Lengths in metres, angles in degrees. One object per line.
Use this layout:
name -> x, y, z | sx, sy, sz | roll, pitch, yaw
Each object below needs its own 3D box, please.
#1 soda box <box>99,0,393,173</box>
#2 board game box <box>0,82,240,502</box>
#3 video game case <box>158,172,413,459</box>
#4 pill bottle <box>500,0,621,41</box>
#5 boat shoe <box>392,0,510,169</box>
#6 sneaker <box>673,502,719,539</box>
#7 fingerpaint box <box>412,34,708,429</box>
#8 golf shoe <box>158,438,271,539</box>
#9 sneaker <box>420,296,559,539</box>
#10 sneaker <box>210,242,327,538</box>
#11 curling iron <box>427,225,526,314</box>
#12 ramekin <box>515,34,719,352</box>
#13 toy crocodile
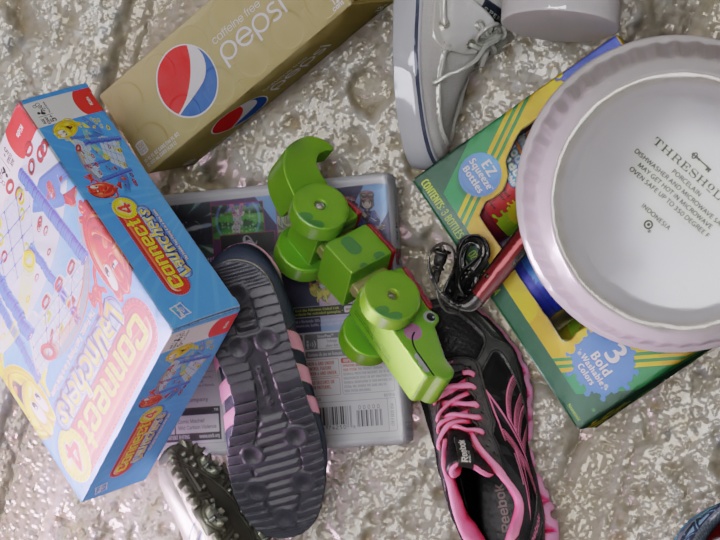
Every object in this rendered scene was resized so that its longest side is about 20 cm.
soda box -> -0.077, -0.149, 1.688 | 0.200, 0.064, 0.068 | -37, 80, 28
board game box -> -0.183, 0.017, 1.667 | 0.196, 0.056, 0.200 | 54, 139, 22
video game case -> -0.065, 0.033, 1.719 | 0.200, 0.023, 0.183 | -5, 87, 21
pill bottle -> 0.135, -0.255, 1.627 | 0.112, 0.112, 0.201 | 2, 80, 14
boat shoe -> 0.071, -0.167, 1.678 | 0.086, 0.075, 0.202 | 0, 79, 15
sneaker -> 0.285, 0.153, 1.596 | 0.200, 0.096, 0.079 | -37, 81, 11
fingerpaint box -> 0.160, -0.024, 1.645 | 0.167, 0.073, 0.200 | -34, 81, 11
golf shoe -> -0.096, 0.215, 1.700 | 0.097, 0.078, 0.200 | -32, 86, 24
sneaker -> 0.075, 0.108, 1.650 | 0.079, 0.095, 0.200 | -21, 77, 15
sneaker -> -0.060, 0.076, 1.675 | 0.070, 0.082, 0.200 | -6, 108, 6
curling iron -> 0.116, -0.051, 1.606 | 0.050, 0.026, 0.200 | 46, 99, 11
ramekin -> 0.193, -0.044, 1.538 | 0.202, 0.094, 0.203 | 1, 95, 6
toy crocodile -> 0.000, 0.000, 1.648 | 0.062, 0.068, 0.200 | -26, 66, -28
